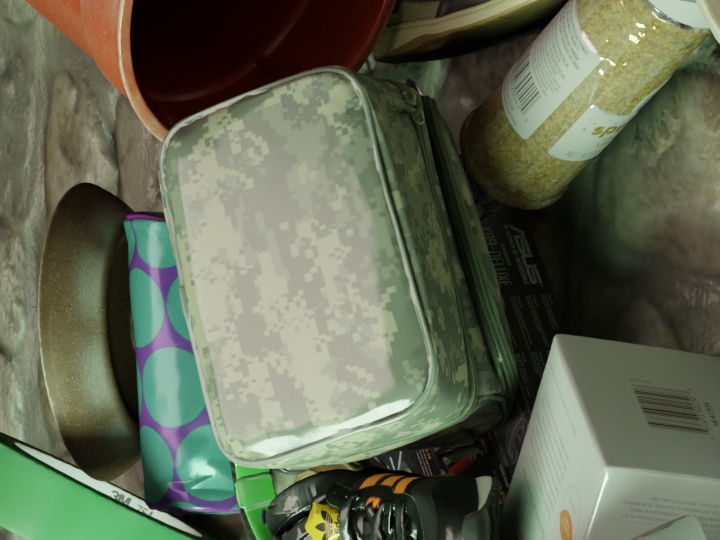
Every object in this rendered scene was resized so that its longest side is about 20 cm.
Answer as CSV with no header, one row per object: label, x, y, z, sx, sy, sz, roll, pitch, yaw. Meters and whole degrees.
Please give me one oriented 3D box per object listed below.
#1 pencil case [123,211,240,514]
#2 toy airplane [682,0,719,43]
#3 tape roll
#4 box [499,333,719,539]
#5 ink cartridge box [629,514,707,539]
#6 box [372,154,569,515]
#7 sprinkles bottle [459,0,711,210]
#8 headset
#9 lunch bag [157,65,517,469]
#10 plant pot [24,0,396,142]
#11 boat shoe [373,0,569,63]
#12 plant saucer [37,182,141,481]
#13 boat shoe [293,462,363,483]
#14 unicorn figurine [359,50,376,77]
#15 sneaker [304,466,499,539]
pencil case,-0.106,0.059,1.615,0.092,0.085,0.200,-2,-92,-79
toy airplane,0.148,-0.214,1.142,0.199,0.141,0.200,24,91,27
tape roll,-0.177,0.164,1.633,0.200,0.200,0.048,22,84,54
box,0.126,0.152,1.220,0.124,0.097,0.200,-105,26,-60
ink cartridge box,0.108,0.221,1.120,0.200,0.050,0.161,-35,76,41
box,0.055,0.058,1.399,0.158,0.050,0.200,-46,56,48
sprinkles bottle,0.124,-0.109,1.257,0.200,0.068,0.068,-48,54,48
headset,-0.041,0.117,1.427,0.200,0.094,0.124,-30,73,63
lunch bag,0.000,0.000,1.286,0.139,0.168,0.200,-20,76,22
plant pot,-0.110,-0.192,1.344,0.195,0.201,0.201,34,122,37
boat shoe,0.063,-0.157,1.343,0.200,0.073,0.065,-12,88,57
plant saucer,-0.160,0.040,1.650,0.037,0.200,0.201,-5,89,15
boat shoe,-0.003,0.200,1.491,0.073,0.063,0.201,-49,54,47
unicorn figurine,-0.020,-0.097,1.447,0.137,0.074,0.200,114,146,-61
sneaker,0.018,0.136,1.264,0.200,0.090,0.070,164,107,-84
